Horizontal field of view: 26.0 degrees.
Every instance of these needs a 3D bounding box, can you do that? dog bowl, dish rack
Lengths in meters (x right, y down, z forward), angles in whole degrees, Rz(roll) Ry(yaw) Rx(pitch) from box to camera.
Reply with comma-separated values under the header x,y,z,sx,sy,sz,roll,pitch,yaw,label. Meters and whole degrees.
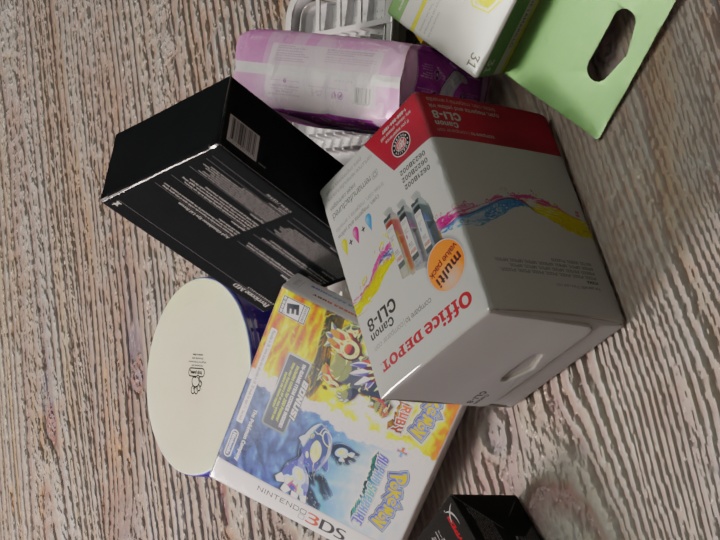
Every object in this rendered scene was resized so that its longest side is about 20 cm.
x,y,z,sx,sy,sz,roll,pitch,yaw,label
-0.131,0.107,1.551,0.200,0.079,0.200,-12,75,52,dog bowl
-0.012,-0.175,1.466,0.172,0.044,0.200,1,85,52,dish rack

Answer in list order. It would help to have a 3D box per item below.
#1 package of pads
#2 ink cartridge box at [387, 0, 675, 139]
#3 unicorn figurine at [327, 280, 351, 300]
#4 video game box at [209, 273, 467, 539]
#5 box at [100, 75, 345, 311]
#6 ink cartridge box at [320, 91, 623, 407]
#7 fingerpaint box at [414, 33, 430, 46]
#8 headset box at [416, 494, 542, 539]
x,y,z,sx,sy,sz,roll,pitch,yaw,label
-0.002,-0.157,1.327,0.200,0.120,0.076,12,93,40,package of pads
0.130,-0.211,1.214,0.200,0.048,0.146,40,122,24,ink cartridge box
0.000,0.000,1.390,0.137,0.074,0.200,-20,46,27,unicorn figurine
-0.015,0.131,1.336,0.182,0.047,0.200,25,111,9,video game box
-0.095,-0.059,1.317,0.141,0.200,0.079,-23,46,34,box
0.084,-0.011,1.228,0.145,0.145,0.200,-43,53,40,ink cartridge box
0.092,-0.313,1.322,0.200,0.073,0.167,-55,46,33,fingerpaint box
0.080,0.299,1.242,0.200,0.077,0.149,-59,42,30,headset box
